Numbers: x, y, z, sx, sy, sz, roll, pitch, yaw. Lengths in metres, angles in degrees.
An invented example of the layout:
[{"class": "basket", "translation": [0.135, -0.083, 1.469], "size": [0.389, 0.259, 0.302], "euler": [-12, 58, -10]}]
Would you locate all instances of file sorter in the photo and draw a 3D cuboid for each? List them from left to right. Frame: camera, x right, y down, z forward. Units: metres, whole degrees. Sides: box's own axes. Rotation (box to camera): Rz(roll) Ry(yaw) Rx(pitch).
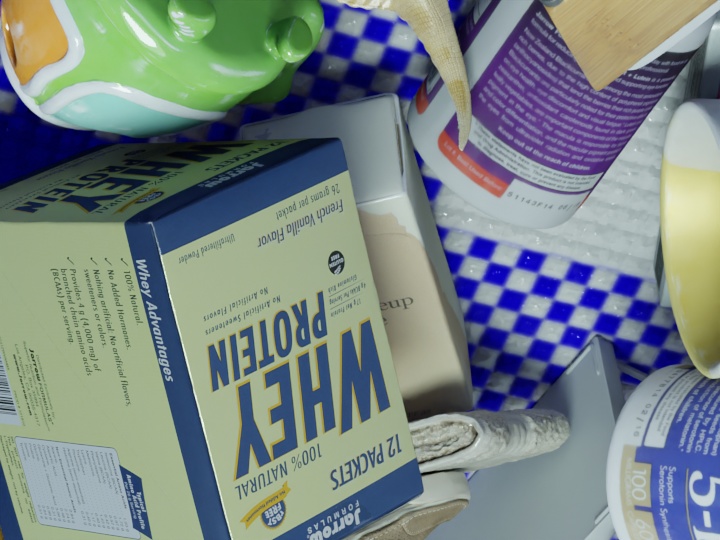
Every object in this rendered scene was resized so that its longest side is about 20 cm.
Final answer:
[{"class": "file sorter", "translation": [0.144, 0.173, 1.614], "size": [0.124, 0.139, 0.200], "euler": [24, 123, -23]}]

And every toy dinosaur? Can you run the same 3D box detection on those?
[{"class": "toy dinosaur", "translation": [0.027, -0.168, 1.370], "size": [0.101, 0.058, 0.200], "euler": [-35, 93, -1]}]

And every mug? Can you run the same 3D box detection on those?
[{"class": "mug", "translation": [0.251, -0.026, 1.434], "size": [0.152, 0.187, 0.150], "euler": [-6, 96, -8]}]

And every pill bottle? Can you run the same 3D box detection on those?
[{"class": "pill bottle", "translation": [0.119, -0.128, 1.394], "size": [0.111, 0.112, 0.200], "euler": [23, 124, -19]}, {"class": "pill bottle", "translation": [0.243, 0.116, 1.411], "size": [0.199, 0.120, 0.120], "euler": [3, 140, 44]}]

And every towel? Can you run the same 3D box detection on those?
[{"class": "towel", "translation": [0.014, 0.112, 1.557], "size": [0.199, 0.035, 0.132], "euler": [-16, 172, 28]}]

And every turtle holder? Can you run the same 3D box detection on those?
[{"class": "turtle holder", "translation": [-0.106, -0.139, 1.366], "size": [0.132, 0.185, 0.141], "euler": [-35, 89, 32]}]

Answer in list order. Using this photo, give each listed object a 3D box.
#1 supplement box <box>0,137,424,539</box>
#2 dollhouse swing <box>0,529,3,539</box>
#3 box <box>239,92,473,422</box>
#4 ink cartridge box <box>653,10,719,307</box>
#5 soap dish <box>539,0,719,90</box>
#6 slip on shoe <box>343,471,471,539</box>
[{"class": "supplement box", "translation": [-0.100, 0.045, 1.368], "size": [0.199, 0.134, 0.201], "euler": [2, 111, 46]}, {"class": "dollhouse swing", "translation": [-0.169, 0.125, 1.521], "size": [0.181, 0.201, 0.177], "euler": [5, 127, -7]}, {"class": "box", "translation": [0.000, 0.000, 1.485], "size": [0.094, 0.078, 0.200], "euler": [-12, 139, 8]}, {"class": "ink cartridge box", "translation": [0.266, -0.064, 1.495], "size": [0.172, 0.044, 0.201], "euler": [3, 128, -3]}, {"class": "soap dish", "translation": [0.127, -0.213, 1.274], "size": [0.157, 0.201, 0.081], "euler": [-38, 147, 24]}, {"class": "slip on shoe", "translation": [-0.006, 0.157, 1.468], "size": [0.076, 0.200, 0.061], "euler": [-18, 86, 35]}]
